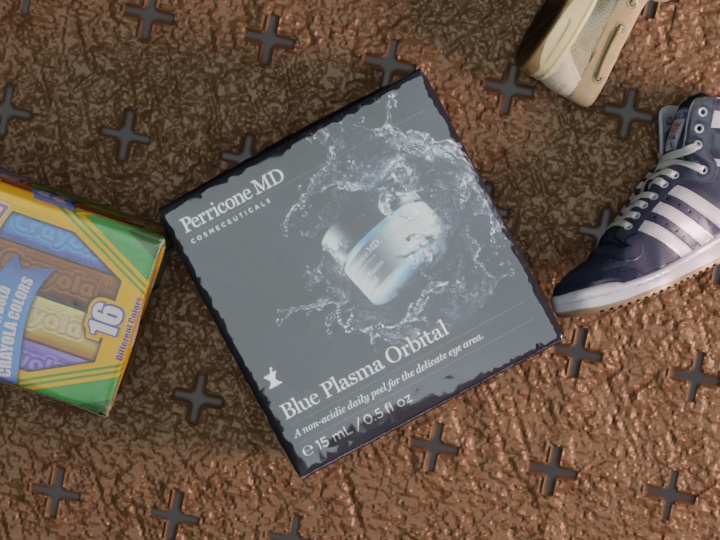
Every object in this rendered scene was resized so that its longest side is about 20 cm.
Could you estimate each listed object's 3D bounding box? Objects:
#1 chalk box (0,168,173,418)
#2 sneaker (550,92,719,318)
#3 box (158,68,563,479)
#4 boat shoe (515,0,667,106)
[{"bbox_3d":[-0.235,0.000,1.461,0.200,0.125,0.124,20,94,-3],"label":"chalk box"},{"bbox_3d":[0.198,-0.048,1.473,0.200,0.070,0.109,-24,96,-18],"label":"sneaker"},{"bbox_3d":[0.000,0.000,1.467,0.196,0.117,0.200,-28,93,2],"label":"box"},{"bbox_3d":[0.181,-0.203,1.477,0.065,0.072,0.200,31,96,-11],"label":"boat shoe"}]
